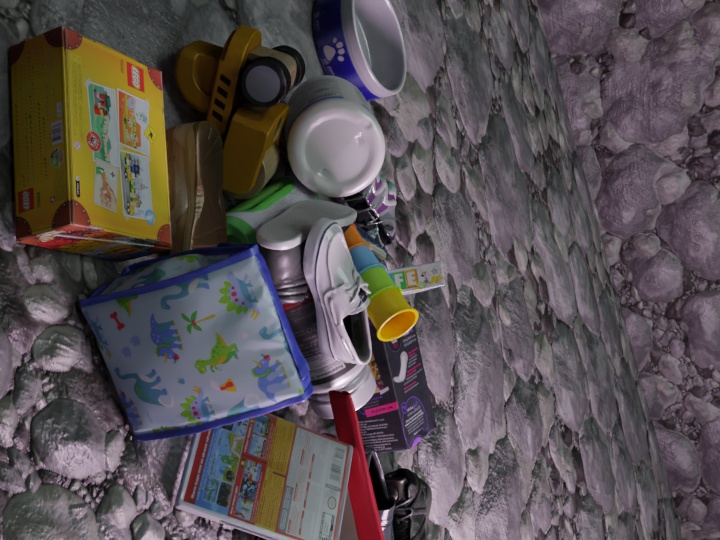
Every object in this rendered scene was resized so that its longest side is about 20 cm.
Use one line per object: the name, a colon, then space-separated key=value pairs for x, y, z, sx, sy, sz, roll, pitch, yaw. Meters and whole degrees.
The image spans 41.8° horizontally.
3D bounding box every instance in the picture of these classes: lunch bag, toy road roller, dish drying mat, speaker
lunch bag: x=-0.159 y=0.068 z=0.973 sx=0.127 sy=0.198 sz=0.171 roll=-48 pitch=121 yaw=-57
toy road roller: x=-0.163 y=-0.206 z=1.181 sx=0.123 sy=0.145 sz=0.202 roll=-68 pitch=176 yaw=-67
dish drying mat: x=-0.004 y=0.252 z=1.199 sx=0.018 sy=0.077 sz=0.202 roll=-12 pitch=91 yaw=-19
speaker: x=-0.123 y=-0.060 z=1.218 sx=0.200 sy=0.088 sz=0.089 roll=-45 pitch=120 yaw=-59

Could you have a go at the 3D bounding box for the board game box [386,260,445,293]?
board game box: x=0.035 y=0.022 z=1.349 sx=0.200 sy=0.133 sz=0.035 roll=151 pitch=-71 yaw=-82

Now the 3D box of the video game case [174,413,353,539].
video game case: x=-0.106 y=0.238 z=1.099 sx=0.199 sy=0.017 sz=0.144 roll=25 pitch=52 yaw=-19

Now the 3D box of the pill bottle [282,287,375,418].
pill bottle: x=-0.057 y=0.089 z=1.260 sx=0.201 sy=0.113 sz=0.114 roll=66 pitch=29 yaw=-24

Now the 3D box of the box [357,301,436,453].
box: x=0.028 y=0.160 z=1.409 sx=0.122 sy=0.105 sz=0.202 roll=-18 pitch=97 yaw=-63

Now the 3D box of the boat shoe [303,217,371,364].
boat shoe: x=-0.018 y=0.028 z=1.138 sx=0.074 sy=0.065 sz=0.201 roll=-47 pitch=140 yaw=-39

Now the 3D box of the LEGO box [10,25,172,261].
LEGO box: x=-0.271 y=-0.123 z=0.959 sx=0.149 sy=0.077 sz=0.202 roll=15 pitch=66 yaw=-61

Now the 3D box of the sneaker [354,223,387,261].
sneaker: x=-0.035 y=-0.031 z=1.397 sx=0.077 sy=0.085 sz=0.200 roll=43 pitch=11 yaw=30

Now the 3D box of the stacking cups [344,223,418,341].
stacking cups: x=0.000 y=0.000 z=1.223 sx=0.060 sy=0.060 sz=0.201 roll=33 pitch=18 yaw=-55

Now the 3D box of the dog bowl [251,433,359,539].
dog bowl: x=-0.067 y=0.313 z=1.204 sx=0.200 sy=0.073 sz=0.202 roll=35 pitch=49 yaw=-54

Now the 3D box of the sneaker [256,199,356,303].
sneaker: x=-0.070 y=-0.022 z=1.168 sx=0.200 sy=0.070 sz=0.100 roll=-34 pitch=137 yaw=-57

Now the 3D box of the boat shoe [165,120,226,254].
boat shoe: x=-0.200 y=-0.071 z=1.094 sx=0.074 sy=0.066 sz=0.202 roll=2 pitch=91 yaw=-64

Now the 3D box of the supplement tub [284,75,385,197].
supplement tub: x=-0.040 y=-0.190 z=1.305 sx=0.200 sy=0.131 sz=0.133 roll=-104 pitch=172 yaw=-69

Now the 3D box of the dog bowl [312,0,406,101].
dog bowl: x=0.001 y=-0.388 z=1.595 sx=0.200 sy=0.078 sz=0.202 roll=33 pitch=52 yaw=-56

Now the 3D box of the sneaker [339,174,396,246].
sneaker: x=0.011 y=-0.087 z=1.502 sx=0.200 sy=0.077 sz=0.141 roll=19 pitch=63 yaw=-60

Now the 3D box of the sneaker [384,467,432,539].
sneaker: x=0.059 y=0.388 z=1.426 sx=0.114 sy=0.076 sz=0.201 roll=52 pitch=34 yaw=-40

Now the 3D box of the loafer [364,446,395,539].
loafer: x=0.018 y=0.347 z=1.354 sx=0.068 sy=0.070 sz=0.202 roll=-26 pitch=103 yaw=-52
